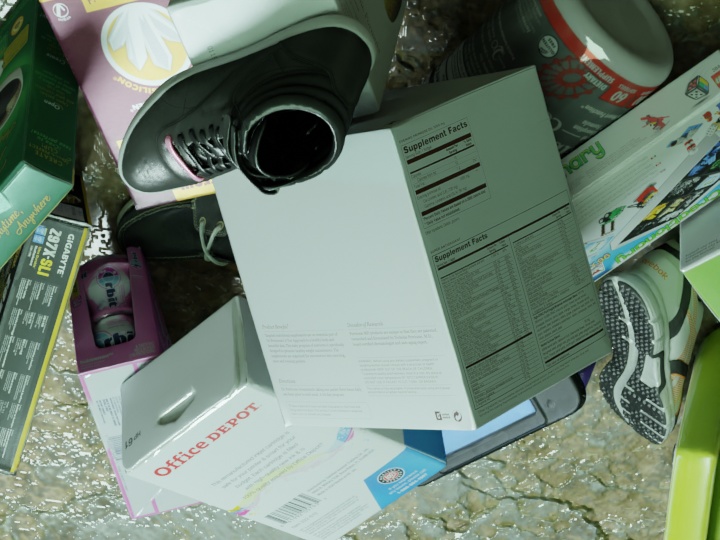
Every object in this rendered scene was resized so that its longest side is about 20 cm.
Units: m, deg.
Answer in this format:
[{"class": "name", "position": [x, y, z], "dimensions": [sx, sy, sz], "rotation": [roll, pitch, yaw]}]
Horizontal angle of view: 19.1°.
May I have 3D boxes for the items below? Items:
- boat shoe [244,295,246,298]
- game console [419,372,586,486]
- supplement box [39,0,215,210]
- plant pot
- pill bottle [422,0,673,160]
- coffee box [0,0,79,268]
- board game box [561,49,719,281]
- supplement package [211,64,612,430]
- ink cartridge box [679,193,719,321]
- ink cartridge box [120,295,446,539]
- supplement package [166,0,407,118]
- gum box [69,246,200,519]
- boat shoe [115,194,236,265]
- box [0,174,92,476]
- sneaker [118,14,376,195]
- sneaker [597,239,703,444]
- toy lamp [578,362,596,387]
[{"class": "boat shoe", "position": [0.000, 0.000, 1.647], "dimensions": [0.200, 0.071, 0.069], "rotation": [-28, 116, 25]}, {"class": "game console", "position": [0.041, 0.082, 1.645], "dimensions": [0.200, 0.118, 0.171], "rotation": [-30, 90, 39]}, {"class": "supplement box", "position": [-0.131, -0.160, 1.532], "dimensions": [0.131, 0.103, 0.200], "rotation": [-12, 124, 17]}, {"class": "plant pot", "position": [0.331, 0.161, 1.638], "dimensions": [0.181, 0.199, 0.200], "rotation": [9, 128, 11]}, {"class": "pill bottle", "position": [0.114, -0.122, 1.511], "dimensions": [0.116, 0.116, 0.200], "rotation": [37, 124, -17]}, {"class": "coffee box", "position": [-0.249, -0.101, 1.533], "dimensions": [0.044, 0.200, 0.123], "rotation": [26, 127, -28]}, {"class": "board game box", "position": [0.195, -0.062, 1.517], "dimensions": [0.200, 0.035, 0.126], "rotation": [-35, 150, 8]}, {"class": "supplement package", "position": [0.032, -0.013, 1.428], "dimensions": [0.191, 0.147, 0.201], "rotation": [-3, 107, 48]}, {"class": "ink cartridge box", "position": [0.305, -0.007, 1.509], "dimensions": [0.148, 0.200, 0.076], "rotation": [-29, 117, 26]}, {"class": "ink cartridge box", "position": [-0.059, 0.114, 1.586], "dimensions": [0.200, 0.085, 0.144], "rotation": [24, 133, -37]}, {"class": "supplement package", "position": [-0.041, -0.192, 1.433], "dimensions": [0.109, 0.200, 0.114], "rotation": [-12, 124, 18]}, {"class": "gum box", "position": [-0.177, 0.087, 1.681], "dimensions": [0.066, 0.114, 0.200], "rotation": [-14, 138, -2]}, {"class": "boat shoe", "position": [-0.102, -0.037, 1.641], "dimensions": [0.199, 0.068, 0.072], "rotation": [-8, 125, 20]}, {"class": "box", "position": [-0.255, 0.033, 1.617], "dimensions": [0.049, 0.160, 0.201], "rotation": [15, 102, -16]}, {"class": "sneaker", "position": [-0.082, -0.082, 1.334], "dimensions": [0.200, 0.099, 0.071], "rotation": [-26, 120, 28]}, {"class": "sneaker", "position": [0.233, 0.058, 1.651], "dimensions": [0.074, 0.080, 0.200], "rotation": [37, 153, 29]}, {"class": "toy lamp", "position": [0.157, 0.017, 1.642], "dimensions": [0.058, 0.058, 0.200], "rotation": [2, 126, 8]}]
